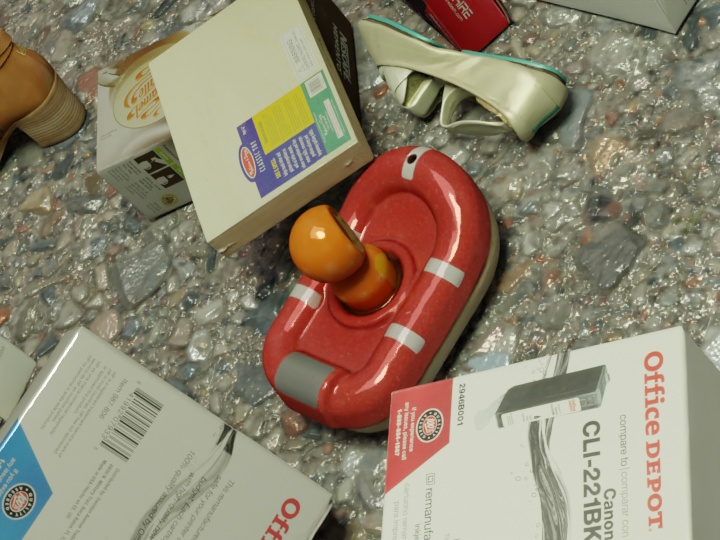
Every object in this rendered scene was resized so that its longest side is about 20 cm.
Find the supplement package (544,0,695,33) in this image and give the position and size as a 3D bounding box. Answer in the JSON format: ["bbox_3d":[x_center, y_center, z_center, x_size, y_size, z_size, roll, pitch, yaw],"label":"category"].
[{"bbox_3d":[0.188,-0.304,1.247,0.152,0.151,0.200,23,75,42],"label":"supplement package"}]

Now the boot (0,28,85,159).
[{"bbox_3d":[-0.358,-0.145,1.519,0.200,0.155,0.074,-27,48,17],"label":"boot"}]

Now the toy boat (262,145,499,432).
[{"bbox_3d":[0.000,0.000,1.184,0.130,0.131,0.200,19,73,41],"label":"toy boat"}]

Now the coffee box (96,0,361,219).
[{"bbox_3d":[-0.106,-0.137,1.389,0.199,0.080,0.115,-22,50,21],"label":"coffee box"}]

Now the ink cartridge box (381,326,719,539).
[{"bbox_3d":[0.119,0.131,1.043,0.199,0.084,0.145,-14,52,26],"label":"ink cartridge box"}]

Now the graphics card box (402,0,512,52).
[{"bbox_3d":[0.023,-0.256,1.349,0.051,0.125,0.200,-43,46,3],"label":"graphics card box"}]

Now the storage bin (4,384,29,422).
[{"bbox_3d":[-0.265,0.199,1.261,0.199,0.094,0.200,-48,46,-2],"label":"storage bin"}]

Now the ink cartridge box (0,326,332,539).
[{"bbox_3d":[-0.141,0.151,1.129,0.145,0.200,0.084,-57,11,-11],"label":"ink cartridge box"}]

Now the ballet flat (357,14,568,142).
[{"bbox_3d":[0.062,-0.138,1.286,0.200,0.069,0.070,23,75,43],"label":"ballet flat"}]

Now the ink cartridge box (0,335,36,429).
[{"bbox_3d":[-0.318,0.062,1.187,0.050,0.200,0.109,5,63,37],"label":"ink cartridge box"}]

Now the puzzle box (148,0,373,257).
[{"bbox_3d":[-0.077,-0.118,1.284,0.133,0.025,0.200,-32,49,13],"label":"puzzle box"}]
